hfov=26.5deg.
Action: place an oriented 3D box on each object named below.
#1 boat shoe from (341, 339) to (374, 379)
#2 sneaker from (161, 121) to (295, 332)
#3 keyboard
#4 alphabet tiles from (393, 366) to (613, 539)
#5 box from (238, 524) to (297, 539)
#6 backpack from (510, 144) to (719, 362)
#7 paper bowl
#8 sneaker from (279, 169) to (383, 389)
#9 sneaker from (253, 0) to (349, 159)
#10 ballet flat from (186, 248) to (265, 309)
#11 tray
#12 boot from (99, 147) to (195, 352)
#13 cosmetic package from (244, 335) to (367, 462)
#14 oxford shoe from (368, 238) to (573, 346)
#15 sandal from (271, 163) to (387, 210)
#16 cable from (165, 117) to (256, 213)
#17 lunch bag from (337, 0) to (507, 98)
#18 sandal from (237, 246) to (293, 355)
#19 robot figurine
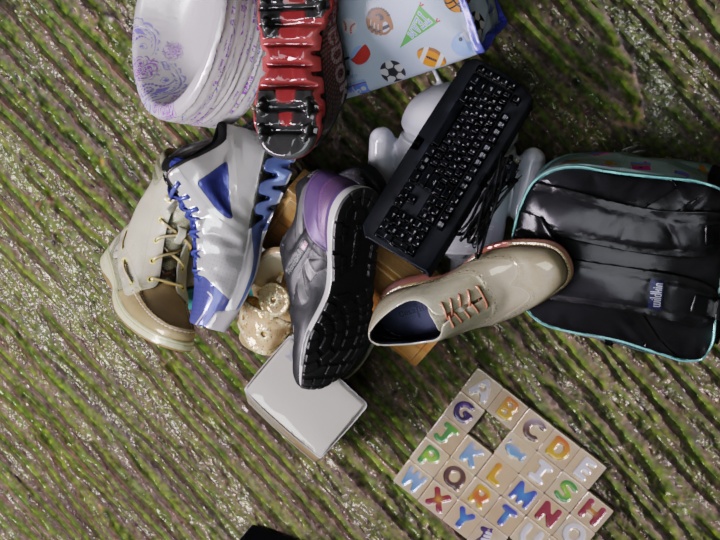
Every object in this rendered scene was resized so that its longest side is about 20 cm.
[{"bbox_3d":[-0.008,0.027,1.552,0.074,0.062,0.202,26,113,10],"label":"boat shoe"},{"bbox_3d":[-0.142,-0.053,1.437,0.114,0.081,0.201,19,91,-12],"label":"sneaker"},{"bbox_3d":[0.092,-0.093,1.353,0.103,0.040,0.201,30,75,4],"label":"keyboard"},{"bbox_3d":[0.155,0.221,1.586,0.199,0.008,0.168,37,114,6],"label":"alphabet tiles"},{"bbox_3d":[-0.067,0.413,1.661,0.195,0.117,0.202,17,110,13],"label":"box"},{"bbox_3d":[0.237,-0.024,1.401,0.198,0.153,0.178,7,109,6],"label":"backpack"},{"bbox_3d":[-0.134,-0.237,1.461,0.200,0.103,0.203,-16,71,57],"label":"paper bowl"},{"bbox_3d":[-0.036,0.006,1.405,0.087,0.075,0.202,28,113,43],"label":"sneaker"},{"bbox_3d":[-0.049,-0.200,1.367,0.070,0.098,0.203,5,93,18],"label":"sneaker"},{"bbox_3d":[-0.119,-0.001,1.569,0.198,0.069,0.070,-3,106,34],"label":"ballet flat"},{"bbox_3d":[0.000,0.000,1.465,0.199,0.037,0.099,39,142,1],"label":"tray"},{"bbox_3d":[-0.190,-0.024,1.540,0.072,0.200,0.156,21,109,-34],"label":"boot"},{"bbox_3d":[-0.057,0.132,1.524,0.105,0.200,0.071,41,82,4],"label":"cosmetic package"},{"bbox_3d":[0.096,0.030,1.360,0.199,0.074,0.071,-22,105,29],"label":"oxford shoe"},{"bbox_3d":[-0.028,-0.067,1.502,0.199,0.045,0.076,-10,110,50],"label":"sandal"},{"bbox_3d":[-0.118,-0.120,1.512,0.097,0.050,0.201,35,71,9],"label":"cable"},{"bbox_3d":[0.022,-0.283,1.408,0.168,0.124,0.202,-17,108,23],"label":"lunch bag"},{"bbox_3d":[-0.087,0.057,1.507,0.077,0.070,0.212,19,153,-4],"label":"sandal"},{"bbox_3d":[0.089,-0.092,1.453,0.167,0.113,0.202,6,109,1],"label":"robot figurine"}]
